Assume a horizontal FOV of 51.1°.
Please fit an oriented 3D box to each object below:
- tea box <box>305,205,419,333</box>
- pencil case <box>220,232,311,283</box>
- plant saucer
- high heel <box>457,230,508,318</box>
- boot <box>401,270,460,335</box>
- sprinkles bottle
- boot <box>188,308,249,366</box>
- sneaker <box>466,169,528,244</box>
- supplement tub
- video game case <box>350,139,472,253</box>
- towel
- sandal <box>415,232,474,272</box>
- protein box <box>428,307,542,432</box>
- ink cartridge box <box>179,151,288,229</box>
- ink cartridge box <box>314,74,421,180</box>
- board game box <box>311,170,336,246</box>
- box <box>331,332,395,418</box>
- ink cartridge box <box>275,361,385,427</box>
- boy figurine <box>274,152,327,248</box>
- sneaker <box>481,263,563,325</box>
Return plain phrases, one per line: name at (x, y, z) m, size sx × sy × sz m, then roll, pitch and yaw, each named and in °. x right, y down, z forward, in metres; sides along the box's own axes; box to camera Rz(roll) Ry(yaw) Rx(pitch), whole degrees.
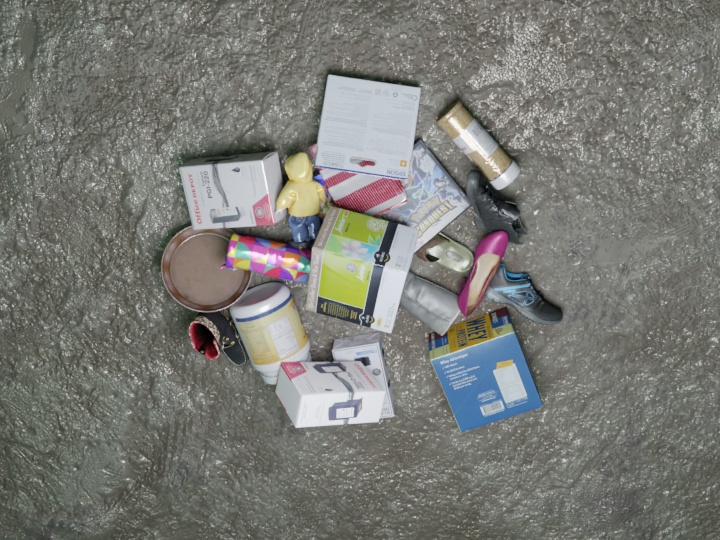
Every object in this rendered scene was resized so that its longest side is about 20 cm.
tea box at (0.000, 0.000, 1.558) m, size 0.196 × 0.134 × 0.200 m, roll 15°, pitch 138°, yaw 3°
pencil case at (-0.201, -0.026, 1.652) m, size 0.200 × 0.088 × 0.089 m, roll 11°, pitch 111°, yaw -7°
plant saucer at (-0.343, -0.005, 1.684) m, size 0.200 × 0.034 × 0.201 m, roll 2°, pitch 81°, yaw -10°
high heel at (0.272, 0.010, 1.632) m, size 0.067 × 0.096 × 0.200 m, roll 13°, pitch 126°, yaw -14°
boot at (0.111, 0.085, 1.720) m, size 0.200 × 0.073 × 0.182 m, roll 35°, pitch 109°, yaw -15°
sprinkles bottle at (0.247, -0.262, 1.576) m, size 0.068 × 0.068 × 0.200 m, roll -41°, pitch 103°, yaw 16°
boot at (-0.323, 0.160, 1.721) m, size 0.073 × 0.151 × 0.200 m, roll -17°, pitch 110°, yaw 10°
sneaker at (0.291, -0.134, 1.595) m, size 0.104 × 0.060 × 0.200 m, roll 9°, pitch 145°, yaw 26°
supplement tub at (-0.199, 0.142, 1.712) m, size 0.144 × 0.144 × 0.200 m, roll -16°, pitch 109°, yaw 9°
video game case at (0.108, -0.147, 1.614) m, size 0.200 × 0.026 × 0.181 m, roll -40°, pitch 96°, yaw 1°
towel at (-0.005, -0.203, 1.583) m, size 0.144 × 0.023 × 0.200 m, roll -26°, pitch 86°, yaw 1°
sandal at (0.162, -0.050, 1.665) m, size 0.201 × 0.057 × 0.080 m, roll 20°, pitch 112°, yaw -6°
protein box at (0.283, 0.226, 1.720) m, size 0.198 × 0.135 × 0.200 m, roll -20°, pitch 108°, yaw 11°
ink cartridge box at (-0.271, -0.170, 1.610) m, size 0.200 × 0.085 × 0.146 m, roll -2°, pitch 110°, yaw 20°
ink cartridge box at (0.015, -0.291, 1.553) m, size 0.199 × 0.041 × 0.200 m, roll 9°, pitch 84°, yaw 0°
board game box at (-0.064, -0.120, 1.659) m, size 0.134 × 0.045 × 0.200 m, roll -22°, pitch 108°, yaw 11°
box at (0.010, 0.256, 1.787) m, size 0.116 × 0.060 × 0.200 m, roll -9°, pitch 110°, yaw 7°
ink cartridge box at (-0.067, 0.268, 1.650) m, size 0.200 × 0.145 × 0.085 m, roll 2°, pitch 112°, yaw -27°
boy figurine at (-0.128, -0.148, 1.584) m, size 0.124 × 0.064 × 0.200 m, roll -17°, pitch 110°, yaw -29°
sneaker at (0.372, 0.056, 1.685) m, size 0.200 × 0.073 × 0.082 m, roll 24°, pitch 110°, yaw -6°
